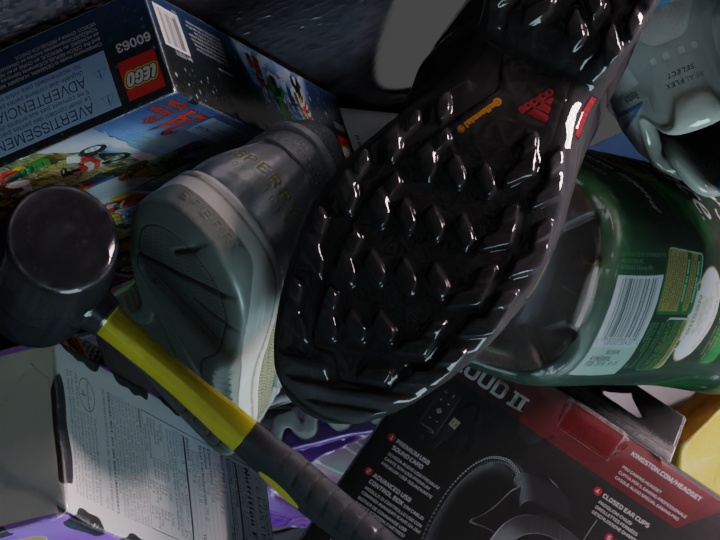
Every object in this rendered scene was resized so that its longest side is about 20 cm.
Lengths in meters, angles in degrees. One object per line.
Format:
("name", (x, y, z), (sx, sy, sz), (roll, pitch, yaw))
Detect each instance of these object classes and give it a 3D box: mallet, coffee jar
("mallet", (-0.047, 0.052, 0.847), (0.041, 0.200, 0.066), (-50, -172, -24))
("coffee jar", (0.098, -0.001, 0.994), (0.104, 0.086, 0.200), (24, -170, 32))

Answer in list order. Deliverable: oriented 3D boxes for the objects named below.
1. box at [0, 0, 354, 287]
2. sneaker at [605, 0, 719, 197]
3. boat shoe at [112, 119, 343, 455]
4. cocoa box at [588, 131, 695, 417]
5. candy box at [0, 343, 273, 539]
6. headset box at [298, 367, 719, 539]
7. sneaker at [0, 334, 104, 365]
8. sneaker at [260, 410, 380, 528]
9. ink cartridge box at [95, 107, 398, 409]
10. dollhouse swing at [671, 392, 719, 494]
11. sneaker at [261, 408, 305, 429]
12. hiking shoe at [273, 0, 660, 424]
("box", (-0.093, -0.036, 0.892), (0.136, 0.038, 0.200), (-23, 168, 14))
("sneaker", (0.126, -0.066, 0.995), (0.075, 0.087, 0.200), (-24, 169, 12))
("boat shoe", (-0.045, 0.008, 0.906), (0.065, 0.074, 0.202), (-40, 167, -20))
("cocoa box", (0.110, 0.020, 1.241), (0.199, 0.132, 0.133), (-23, 168, 13))
("candy box", (-0.147, 0.102, 1.019), (0.167, 0.072, 0.200), (-14, 159, 17))
("headset box", (0.056, 0.128, 1.034), (0.200, 0.149, 0.077), (-56, 167, -4))
("sneaker", (-0.151, 0.048, 1.095), (0.077, 0.079, 0.200), (-30, 164, 22))
("sneaker", (0.019, 0.095, 1.133), (0.199, 0.089, 0.080), (-17, 171, 8))
("ink cartridge box", (0.000, 0.000, 1.088), (0.146, 0.086, 0.200), (-26, 168, 30))
("dollhouse swing", (0.181, 0.075, 1.198), (0.199, 0.177, 0.182), (-16, -151, -19))
("sneaker", (-0.026, 0.074, 1.402), (0.199, 0.076, 0.114), (-25, 165, 14))
("hiking shoe", (0.041, -0.034, 0.839), (0.200, 0.076, 0.101), (-57, 173, -4))
